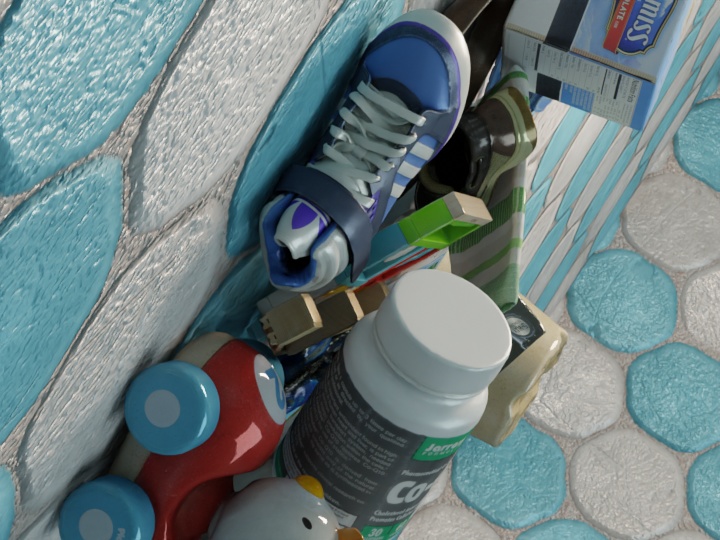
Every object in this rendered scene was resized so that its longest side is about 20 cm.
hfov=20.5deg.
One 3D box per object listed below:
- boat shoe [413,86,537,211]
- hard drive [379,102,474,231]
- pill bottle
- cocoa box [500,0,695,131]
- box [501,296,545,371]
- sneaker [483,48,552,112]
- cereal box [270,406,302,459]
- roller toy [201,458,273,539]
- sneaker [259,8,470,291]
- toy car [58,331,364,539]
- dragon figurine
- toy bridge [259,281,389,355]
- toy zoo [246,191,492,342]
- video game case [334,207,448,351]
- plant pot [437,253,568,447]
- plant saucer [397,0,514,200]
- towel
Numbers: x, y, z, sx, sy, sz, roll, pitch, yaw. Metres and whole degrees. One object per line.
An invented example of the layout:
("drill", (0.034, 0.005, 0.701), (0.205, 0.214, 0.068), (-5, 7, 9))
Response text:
("boat shoe", (0.073, -0.085, 1.556), (0.064, 0.074, 0.200), (-15, 163, -22))
("hard drive", (0.049, -0.059, 1.792), (0.201, 0.025, 0.132), (-58, 170, 2))
("pill bottle", (0.023, 0.100, 1.440), (0.113, 0.113, 0.200), (-45, 169, -52))
("cocoa box", (0.209, -0.239, 1.613), (0.133, 0.131, 0.201), (77, 35, -77))
("box", (0.051, 0.114, 1.712), (0.200, 0.044, 0.160), (-39, 178, -32))
("sneaker", (0.162, -0.181, 1.754), (0.074, 0.082, 0.201), (-50, 162, -71))
("cereal box", (-0.018, 0.118, 1.742), (0.144, 0.040, 0.200), (-36, 175, -32))
("roller toy", (-0.079, 0.267, 1.715), (0.140, 0.182, 0.200), (-52, -169, -29))
("sneaker", (-0.004, -0.068, 1.345), (0.147, 0.080, 0.200), (-53, 175, -48))
("toy car", (-0.070, 0.161, 1.375), (0.177, 0.199, 0.184), (-59, 170, 11))
("dragon figurine", (-0.040, 0.078, 1.563), (0.099, 0.059, 0.200), (-29, -176, 26))
("toy bridge", (-0.032, 0.038, 1.449), (0.067, 0.027, 0.200), (-27, 174, 17))
("toy zoo", (0.000, 0.000, 1.501), (0.199, 0.021, 0.131), (-30, 173, 11))
("video game case", (0.027, 0.012, 1.747), (0.182, 0.024, 0.200), (-57, 169, 20))
("plant pot", (0.095, 0.069, 1.947), (0.201, 0.183, 0.201), (-55, 170, -15))
("plant saucer", (0.060, -0.145, 1.569), (0.201, 0.032, 0.200), (-55, 171, -14))
("towel", (0.101, -0.052, 1.626), (0.153, 0.023, 0.201), (140, -42, -66))
